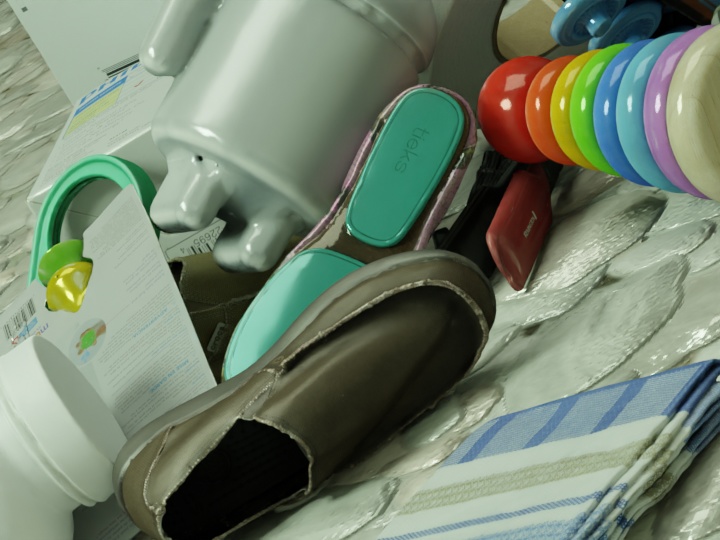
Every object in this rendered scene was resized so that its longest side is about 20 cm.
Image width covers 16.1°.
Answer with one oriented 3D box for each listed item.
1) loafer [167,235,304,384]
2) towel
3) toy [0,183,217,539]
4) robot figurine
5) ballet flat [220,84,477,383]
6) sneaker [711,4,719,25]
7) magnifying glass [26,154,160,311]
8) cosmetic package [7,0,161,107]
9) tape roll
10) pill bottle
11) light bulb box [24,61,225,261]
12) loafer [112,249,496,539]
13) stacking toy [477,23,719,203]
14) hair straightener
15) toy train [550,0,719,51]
[{"bbox_3d":[-0.070,0.017,1.372,0.199,0.068,0.076,-34,17,-6],"label":"loafer"},{"bbox_3d":[0.051,0.107,0.984,0.146,0.024,0.200,-18,20,45],"label":"towel"},{"bbox_3d":[-0.118,0.060,1.293,0.115,0.047,0.201,-43,44,15],"label":"toy"},{"bbox_3d":[-0.034,-0.097,1.326,0.201,0.169,0.113,-60,20,-11],"label":"robot figurine"},{"bbox_3d":[0.000,0.000,1.270,0.201,0.069,0.071,-59,-17,-19],"label":"ballet flat"},{"bbox_3d":[0.227,-0.142,1.283,0.074,0.080,0.200,-23,18,33],"label":"sneaker"},{"bbox_3d":[-0.172,0.028,1.418,0.079,0.022,0.201,36,106,34],"label":"magnifying glass"},{"bbox_3d":[-0.101,-0.168,1.720,0.122,0.200,0.200,-20,21,35],"label":"cosmetic package"},{"bbox_3d":[0.101,-0.169,1.433,0.202,0.037,0.203,-37,-26,-21],"label":"tape roll"},{"bbox_3d":[-0.208,0.123,1.212,0.199,0.109,0.109,-36,16,5],"label":"pill bottle"},{"bbox_3d":[-0.075,-0.070,1.527,0.197,0.125,0.200,-28,16,12],"label":"light bulb box"},{"bbox_3d":[-0.019,0.069,1.155,0.199,0.073,0.071,-37,25,4],"label":"loafer"},{"bbox_3d":[0.127,-0.075,1.236,0.085,0.086,0.199,-39,21,-25],"label":"stacking toy"},{"bbox_3d":[0.066,-0.040,1.332,0.077,0.041,0.200,-23,24,27],"label":"hair straightener"},{"bbox_3d":[0.150,-0.169,1.351,0.114,0.087,0.200,-43,-26,16],"label":"toy train"}]
